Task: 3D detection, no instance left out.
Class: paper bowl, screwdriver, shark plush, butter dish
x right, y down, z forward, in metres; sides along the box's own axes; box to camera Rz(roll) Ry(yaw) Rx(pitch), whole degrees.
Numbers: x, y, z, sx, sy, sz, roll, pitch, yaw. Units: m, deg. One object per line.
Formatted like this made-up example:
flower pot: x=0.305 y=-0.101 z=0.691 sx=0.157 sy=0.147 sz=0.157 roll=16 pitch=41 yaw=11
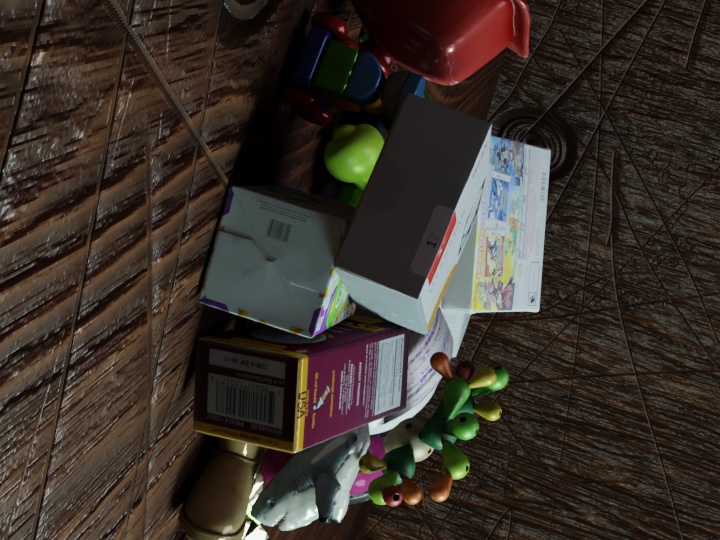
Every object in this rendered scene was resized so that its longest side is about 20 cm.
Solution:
paper bowl: x=0.009 y=0.103 z=1.386 sx=0.105 sy=0.200 sz=0.201 roll=61 pitch=36 yaw=-30
screwdriver: x=0.008 y=-0.199 z=1.379 sx=0.029 sy=0.028 sz=0.200 roll=-40 pitch=167 yaw=-12
shark plush: x=-0.036 y=0.166 z=1.224 sx=0.091 sy=0.083 sz=0.201 roll=1 pitch=110 yaw=-78
butter dish: x=0.052 y=-0.247 z=1.181 sx=0.148 sy=0.199 sz=0.200 roll=-48 pitch=172 yaw=1

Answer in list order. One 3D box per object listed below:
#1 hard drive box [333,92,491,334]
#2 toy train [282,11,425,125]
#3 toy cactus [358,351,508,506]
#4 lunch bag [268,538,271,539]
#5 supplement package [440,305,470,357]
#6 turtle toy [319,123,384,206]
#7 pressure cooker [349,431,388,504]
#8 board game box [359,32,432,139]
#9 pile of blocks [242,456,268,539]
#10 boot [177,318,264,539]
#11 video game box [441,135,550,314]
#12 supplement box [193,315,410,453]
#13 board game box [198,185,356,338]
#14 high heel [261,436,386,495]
hard drive box: x=0.049 y=-0.041 z=1.064 sx=0.200 sy=0.077 sz=0.156 roll=61 pitch=52 yaw=-78
toy train: x=0.007 y=-0.162 z=1.143 sx=0.200 sy=0.115 sz=0.085 roll=26 pitch=86 yaw=-82
toy cactus: x=0.061 y=0.162 z=1.243 sx=0.200 sy=0.102 sz=0.165 roll=-53 pitch=-170 yaw=-25
lunch bag: x=-0.142 y=0.439 z=1.473 sx=0.200 sy=0.124 sz=0.171 roll=-27 pitch=136 yaw=-65
supplement package: x=0.059 y=-0.014 z=1.560 sx=0.200 sy=0.191 sz=0.147 roll=90 pitch=20 yaw=-67
turtle toy: x=0.013 y=-0.088 z=1.366 sx=0.145 sy=0.101 sz=0.200 roll=-32 pitch=155 yaw=-4
pressure cooker: x=-0.018 y=0.206 z=1.560 sx=0.200 sy=0.175 sz=0.179 roll=60 pitch=20 yaw=-82
board game box: x=0.050 y=-0.174 z=1.398 sx=0.029 sy=0.135 sz=0.200 roll=-30 pitch=164 yaw=-6
pile of blocks: x=-0.148 y=0.285 z=1.357 sx=0.062 sy=0.082 sz=0.200 roll=36 pitch=-78 yaw=53
boot: x=-0.117 y=0.145 z=1.205 sx=0.175 sy=0.066 sz=0.201 roll=-86 pitch=-168 yaw=-74
video game box: x=0.159 y=-0.051 z=1.431 sx=0.182 sy=0.047 sz=0.201 roll=3 pitch=91 yaw=-60
supplement box: x=-0.048 y=0.095 z=1.125 sx=0.200 sy=0.110 sz=0.086 roll=-11 pitch=107 yaw=-60
board game box: x=-0.055 y=-0.013 z=1.100 sx=0.200 sy=0.105 sz=0.103 roll=-20 pitch=127 yaw=-79
high heel: x=-0.025 y=0.195 z=1.327 sx=0.200 sy=0.067 sz=0.096 roll=-21 pitch=134 yaw=-48
